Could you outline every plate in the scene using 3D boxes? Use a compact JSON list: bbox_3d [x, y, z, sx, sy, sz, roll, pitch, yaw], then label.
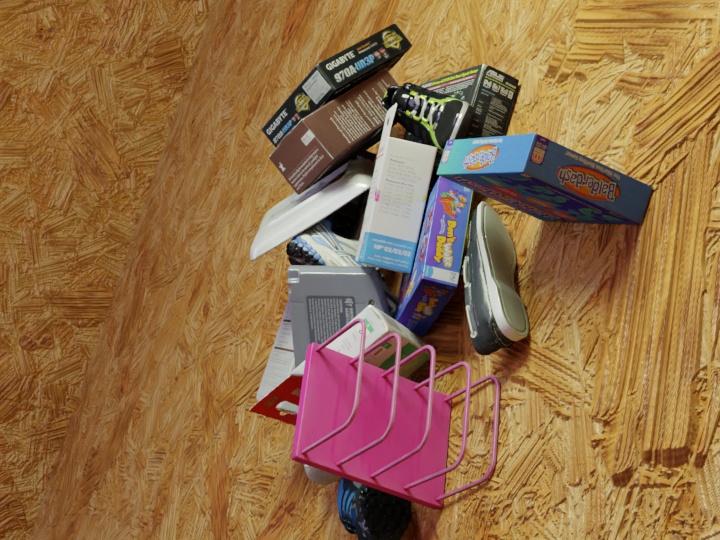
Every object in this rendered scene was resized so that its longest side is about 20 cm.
[{"bbox_3d":[-0.070,-0.096,1.766,0.198,0.033,0.200,-32,12,8],"label":"plate"}]

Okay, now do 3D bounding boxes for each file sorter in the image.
[{"bbox_3d":[0.046,0.158,1.403,0.125,0.198,0.141,-35,39,49],"label":"file sorter"}]

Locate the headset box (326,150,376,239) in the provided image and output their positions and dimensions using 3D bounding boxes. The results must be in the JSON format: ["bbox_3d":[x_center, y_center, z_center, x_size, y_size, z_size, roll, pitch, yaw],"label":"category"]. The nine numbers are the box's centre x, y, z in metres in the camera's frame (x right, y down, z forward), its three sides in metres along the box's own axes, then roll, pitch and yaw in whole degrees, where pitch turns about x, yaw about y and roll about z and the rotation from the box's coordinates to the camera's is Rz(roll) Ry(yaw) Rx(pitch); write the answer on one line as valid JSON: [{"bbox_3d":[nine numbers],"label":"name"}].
[{"bbox_3d":[-0.046,-0.086,1.942,0.149,0.076,0.203,140,149,-84],"label":"headset box"}]

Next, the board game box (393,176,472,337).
[{"bbox_3d":[0.089,-0.013,1.568,0.200,0.044,0.136,114,169,-69],"label":"board game box"}]

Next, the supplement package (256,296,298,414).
[{"bbox_3d":[-0.052,0.110,1.781,0.117,0.116,0.203,0,70,69],"label":"supplement package"}]

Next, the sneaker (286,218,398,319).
[{"bbox_3d":[0.000,0.000,1.692,0.085,0.199,0.077,-48,-7,-29],"label":"sneaker"}]

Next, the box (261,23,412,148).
[{"bbox_3d":[-0.032,-0.262,1.790,0.200,0.046,0.159,-38,-3,-45],"label":"box"}]

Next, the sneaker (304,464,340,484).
[{"bbox_3d":[-0.011,0.213,1.661,0.200,0.071,0.073,-44,23,41],"label":"sneaker"}]

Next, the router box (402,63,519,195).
[{"bbox_3d":[0.124,-0.185,1.694,0.199,0.061,0.152,1,73,67],"label":"router box"}]

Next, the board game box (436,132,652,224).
[{"bbox_3d":[0.191,-0.096,1.339,0.200,0.150,0.046,10,80,68],"label":"board game box"}]

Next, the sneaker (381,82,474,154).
[{"bbox_3d":[0.077,-0.200,1.620,0.073,0.082,0.200,-68,22,5],"label":"sneaker"}]

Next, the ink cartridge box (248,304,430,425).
[{"bbox_3d":[-0.022,0.137,1.552,0.200,0.161,0.050,-42,64,7],"label":"ink cartridge box"}]

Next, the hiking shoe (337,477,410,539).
[{"bbox_3d":[0.013,0.297,1.543,0.200,0.073,0.088,-100,28,-68],"label":"hiking shoe"}]

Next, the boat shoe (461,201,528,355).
[{"bbox_3d":[0.144,0.007,1.454,0.060,0.075,0.202,-33,37,29],"label":"boat shoe"}]

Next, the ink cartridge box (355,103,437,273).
[{"bbox_3d":[0.048,-0.102,1.600,0.115,0.067,0.203,-164,86,-85],"label":"ink cartridge box"}]

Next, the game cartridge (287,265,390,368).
[{"bbox_3d":[-0.024,0.089,1.648,0.041,0.131,0.203,-56,-34,-62],"label":"game cartridge"}]

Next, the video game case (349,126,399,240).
[{"bbox_3d":[0.018,-0.105,1.828,0.200,0.022,0.184,-82,11,-72],"label":"video game case"}]

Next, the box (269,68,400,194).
[{"bbox_3d":[-0.024,-0.194,1.734,0.199,0.075,0.100,-36,-3,-42],"label":"box"}]
